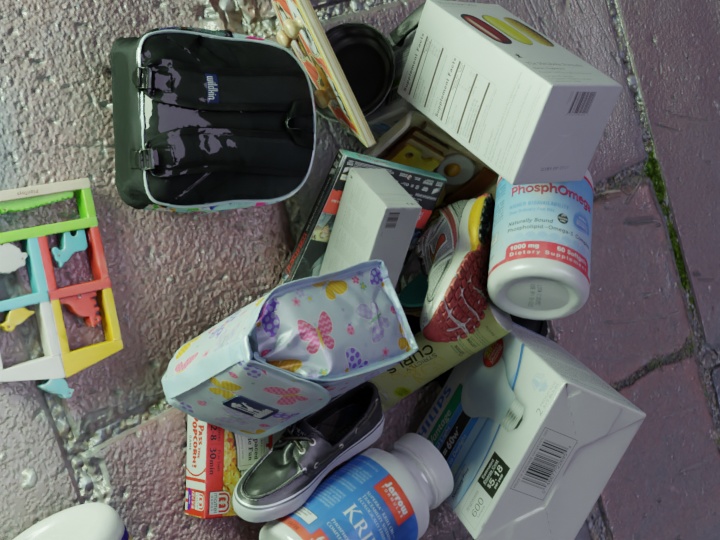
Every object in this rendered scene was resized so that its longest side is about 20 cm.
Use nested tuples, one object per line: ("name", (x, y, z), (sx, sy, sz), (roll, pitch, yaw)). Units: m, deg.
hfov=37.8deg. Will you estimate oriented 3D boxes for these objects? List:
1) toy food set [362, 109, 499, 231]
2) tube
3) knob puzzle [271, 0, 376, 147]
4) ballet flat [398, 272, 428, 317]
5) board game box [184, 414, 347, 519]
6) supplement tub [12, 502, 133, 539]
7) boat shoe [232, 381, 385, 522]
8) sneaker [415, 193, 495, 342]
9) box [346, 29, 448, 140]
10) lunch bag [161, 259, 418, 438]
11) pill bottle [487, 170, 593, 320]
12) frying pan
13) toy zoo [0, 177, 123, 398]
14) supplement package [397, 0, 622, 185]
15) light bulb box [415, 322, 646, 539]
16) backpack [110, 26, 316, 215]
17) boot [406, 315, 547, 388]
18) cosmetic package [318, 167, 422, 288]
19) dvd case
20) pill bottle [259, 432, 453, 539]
("toy food set", (0.076, -0.090, 1.213), (0.199, 0.143, 0.061), (24, 42, -35))
("tube", (0.080, 0.095, 1.194), (0.059, 0.199, 0.052), (63, 25, 11))
("knob puzzle", (-0.061, -0.230, 1.108), (0.030, 0.220, 0.221), (-30, 107, -4))
("ballet flat", (0.131, 0.008, 1.219), (0.199, 0.068, 0.073), (-38, 132, -17))
("board game box", (-0.090, 0.179, 1.129), (0.198, 0.046, 0.154), (4, 84, -38))
("supplement tub", (-0.240, 0.329, 0.939), (0.145, 0.145, 0.202), (-35, 108, -34))
("boat shoe", (-0.050, 0.177, 1.070), (0.199, 0.070, 0.067), (-28, 133, -32))
("sneaker", (0.097, 0.001, 1.144), (0.078, 0.081, 0.201), (63, 34, -34))
("box", (0.097, -0.184, 1.260), (0.199, 0.112, 0.103), (24, 68, -34))
("lunch bag", (-0.074, 0.083, 1.014), (0.199, 0.169, 0.129), (-11, 77, -44))
("pill bottle", (0.198, -0.057, 1.144), (0.108, 0.108, 0.202), (30, 54, -32))
("frying pan", (0.010, -0.254, 1.186), (0.191, 0.115, 0.031), (-55, 157, 7))
("toy zoo", (-0.299, 0.022, 0.994), (0.130, 0.020, 0.203), (-15, 96, -38))
("supplement package", (0.148, -0.188, 1.089), (0.113, 0.200, 0.111), (-7, 129, -39))
("light bulb box", (0.178, 0.183, 1.180), (0.124, 0.200, 0.200), (24, 99, -26))
("backpack", (-0.147, -0.145, 1.044), (0.198, 0.150, 0.180), (-5, 95, -30))
("boot", (0.137, 0.072, 1.301), (0.199, 0.073, 0.163), (-48, 115, -26))
("cosmetic package", (0.000, 0.000, 1.111), (0.050, 0.083, 0.202), (-3, 125, -33))
("dvd case", (-0.004, -0.029, 1.158), (0.145, 0.022, 0.202), (8, 116, -36))
("pill bottle", (0.002, 0.257, 1.096), (0.199, 0.112, 0.113), (-33, 107, -31))
